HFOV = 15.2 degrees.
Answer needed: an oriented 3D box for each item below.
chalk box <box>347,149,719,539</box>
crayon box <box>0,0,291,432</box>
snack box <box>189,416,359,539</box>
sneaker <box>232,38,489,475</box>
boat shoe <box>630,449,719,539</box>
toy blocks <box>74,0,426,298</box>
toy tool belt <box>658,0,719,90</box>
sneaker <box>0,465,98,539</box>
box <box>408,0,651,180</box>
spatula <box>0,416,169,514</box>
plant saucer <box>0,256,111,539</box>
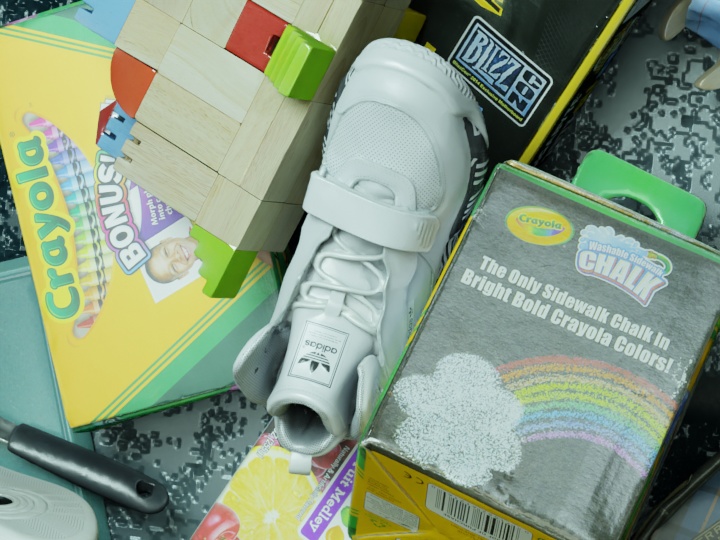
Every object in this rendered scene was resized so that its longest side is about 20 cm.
[{"bbox_3d":[0.091,0.042,1.226,0.124,0.124,0.201,25,66,8],"label":"chalk box"},{"bbox_3d":[-0.103,-0.033,1.315,0.118,0.058,0.201,-15,86,9],"label":"crayon box"},{"bbox_3d":[0.014,0.166,1.289,0.200,0.053,0.143,36,96,9],"label":"snack box"},{"bbox_3d":[0.000,0.000,1.199,0.075,0.115,0.201,20,135,10],"label":"sneaker"},{"bbox_3d":[0.203,0.093,1.254,0.200,0.057,0.069,-41,82,7],"label":"boat shoe"},{"bbox_3d":[-0.065,-0.108,1.239,0.136,0.100,0.201,32,102,21],"label":"toy blocks"},{"bbox_3d":[0.201,-0.114,1.230,0.199,0.125,0.123,31,86,11],"label":"toy tool belt"},{"bbox_3d":[-0.188,0.150,1.285,0.200,0.073,0.113,20,104,54],"label":"sneaker"},{"bbox_3d":[0.038,-0.159,1.255,0.200,0.049,0.160,42,134,10],"label":"box"},{"bbox_3d":[-0.183,0.071,1.324,0.199,0.021,0.057,27,50,4],"label":"spatula"},{"bbox_3d":[-0.167,0.095,1.344,0.069,0.019,0.201,-12,85,10],"label":"plant saucer"}]
